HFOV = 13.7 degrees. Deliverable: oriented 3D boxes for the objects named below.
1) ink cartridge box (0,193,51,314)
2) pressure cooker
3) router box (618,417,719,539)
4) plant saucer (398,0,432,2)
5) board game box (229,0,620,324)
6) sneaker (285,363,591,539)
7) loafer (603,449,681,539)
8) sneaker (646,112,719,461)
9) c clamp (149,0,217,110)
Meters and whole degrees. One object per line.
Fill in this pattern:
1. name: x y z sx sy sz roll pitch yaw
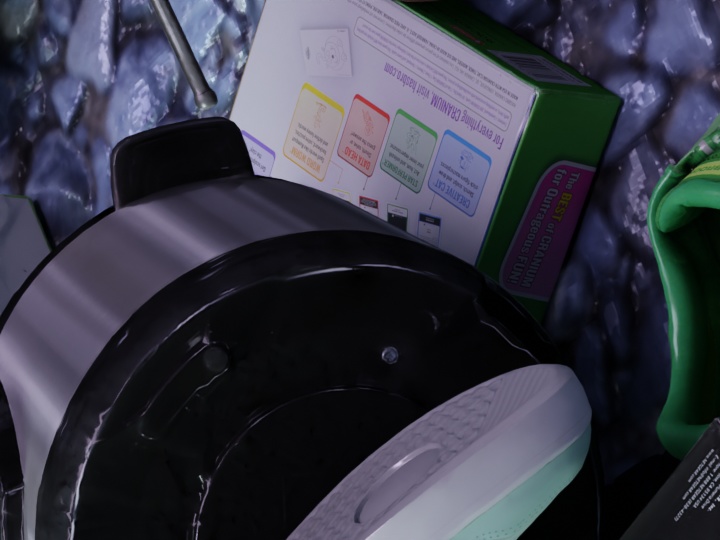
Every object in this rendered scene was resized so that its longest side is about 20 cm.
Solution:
1. ink cartridge box: -0.195 0.071 1.277 0.200 0.067 0.118 -48 55 36
2. pressure cooker: -0.031 0.062 0.933 0.176 0.178 0.200 -58 19 0
3. router box: 0.108 0.124 0.855 0.200 0.149 0.051 -56 51 32
4. plant saucer: 0.034 -0.190 1.023 0.200 0.029 0.201 -23 58 42
5. board game box: 0.000 0.000 1.073 0.153 0.040 0.201 37 115 44
6. sneaker: 0.018 0.125 0.810 0.201 0.118 0.074 -48 8 6
7. loafer: 0.078 0.124 0.968 0.072 0.073 0.200 44 122 -5
8. sneaker: 0.132 -0.026 0.873 0.074 0.083 0.201 0 74 42
9. c clamp: -0.057 -0.159 1.045 0.171 0.027 0.200 58 153 -1
